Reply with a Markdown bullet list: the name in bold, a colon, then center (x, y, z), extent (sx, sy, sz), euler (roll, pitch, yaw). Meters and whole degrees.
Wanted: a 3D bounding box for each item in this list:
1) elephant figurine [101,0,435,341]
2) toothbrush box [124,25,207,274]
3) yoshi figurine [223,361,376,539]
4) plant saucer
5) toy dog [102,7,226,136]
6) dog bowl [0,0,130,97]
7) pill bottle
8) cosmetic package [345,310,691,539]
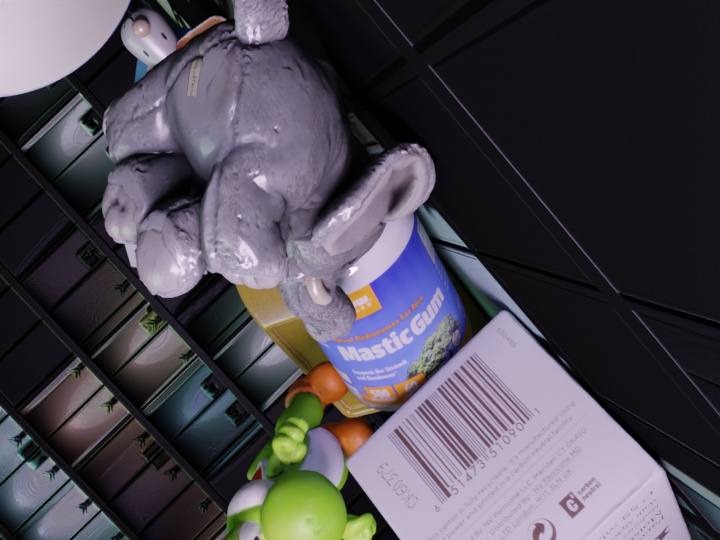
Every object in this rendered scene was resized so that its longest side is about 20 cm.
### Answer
- **elephant figurine**: center (-0.031, -0.048, 0.550), extent (0.198, 0.153, 0.145), euler (8, -111, -51)
- **toothbrush box**: center (-0.183, -0.116, 1.006), extent (0.083, 0.204, 0.147), euler (6, 161, -6)
- **yoshi figurine**: center (-0.034, 0.154, 0.746), extent (0.111, 0.114, 0.201), euler (22, -148, 6)
- **plant saucer**: center (0.008, 0.061, 0.915), extent (0.200, 0.197, 0.049), euler (49, -141, -30)
- **toy dog**: center (-0.132, -0.148, 0.880), extent (0.197, 0.134, 0.096), euler (22, 178, -1)
- **dog bowl**: center (-0.235, -0.212, 0.616), extent (0.200, 0.200, 0.079), euler (49, 175, -40)
- **pill bottle**: center (0.000, 0.000, 0.737), extent (0.112, 0.111, 0.201), euler (45, 170, 50)
- **cosmetic package**: center (0.123, 0.173, 0.757), extent (0.165, 0.165, 0.200), euler (46, 179, 35)
